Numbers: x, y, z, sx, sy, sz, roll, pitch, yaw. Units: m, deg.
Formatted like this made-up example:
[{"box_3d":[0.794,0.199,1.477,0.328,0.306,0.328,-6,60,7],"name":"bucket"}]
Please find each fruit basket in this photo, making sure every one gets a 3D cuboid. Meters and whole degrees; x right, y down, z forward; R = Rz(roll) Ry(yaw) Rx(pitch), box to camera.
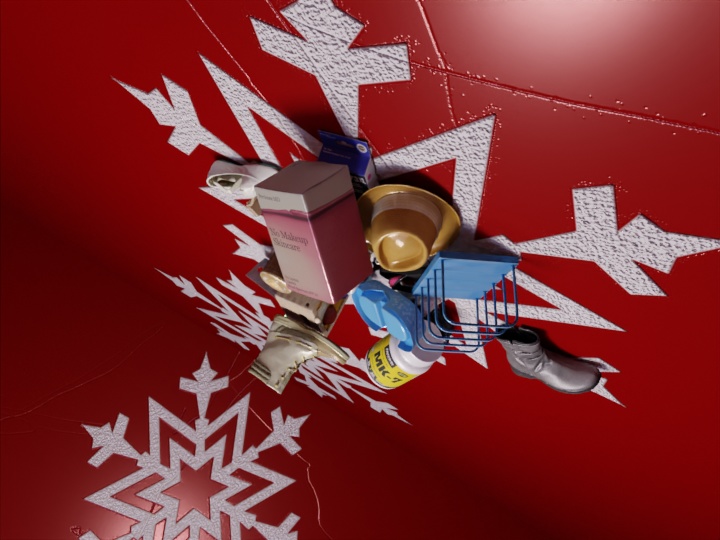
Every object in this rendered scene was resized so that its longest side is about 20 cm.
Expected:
[{"box_3d":[-0.195,0.054,1.505,0.199,0.094,0.185,32,-164,-3],"name":"fruit basket"}]

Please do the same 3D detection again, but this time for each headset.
[{"box_3d":[0.161,0.138,1.372,0.122,0.094,0.202,24,142,24],"name":"headset"}]

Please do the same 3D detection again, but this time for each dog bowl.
[{"box_3d":[0.058,0.086,1.187,0.199,0.049,0.113,31,147,48],"name":"dog bowl"}]

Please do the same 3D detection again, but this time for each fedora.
[{"box_3d":[0.070,-0.056,0.969,0.198,0.083,0.202,12,149,7],"name":"fedora"}]

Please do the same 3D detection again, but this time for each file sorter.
[{"box_3d":[0.180,0.063,1.025,0.136,0.125,0.200,3,159,-8],"name":"file sorter"}]

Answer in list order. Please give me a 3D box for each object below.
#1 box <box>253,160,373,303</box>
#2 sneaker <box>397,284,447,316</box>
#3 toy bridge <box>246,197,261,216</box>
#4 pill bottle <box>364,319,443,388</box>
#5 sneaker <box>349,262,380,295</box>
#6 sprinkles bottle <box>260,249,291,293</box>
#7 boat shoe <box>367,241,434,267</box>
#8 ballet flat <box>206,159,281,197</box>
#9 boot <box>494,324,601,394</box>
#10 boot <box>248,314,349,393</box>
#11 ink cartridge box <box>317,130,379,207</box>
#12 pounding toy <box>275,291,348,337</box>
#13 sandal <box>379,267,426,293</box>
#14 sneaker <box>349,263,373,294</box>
[{"box_3d":[-0.075,-0.066,0.965,0.127,0.109,0.202,14,130,42],"name":"box"},{"box_3d":[0.107,0.073,1.229,0.075,0.081,0.200,45,152,-3],"name":"sneaker"},{"box_3d":[-0.190,-0.148,1.221,0.199,0.027,0.067,2,142,50],"name":"toy bridge"},{"box_3d":[0.097,0.187,1.305,0.114,0.115,0.200,32,146,-8],"name":"pill bottle"},{"box_3d":[0.000,0.000,1.239,0.089,0.079,0.201,15,154,24],"name":"sneaker"},{"box_3d":[-0.109,-0.057,1.082,0.068,0.202,0.068,24,158,11],"name":"sprinkles bottle"},{"box_3d":[0.041,-0.042,1.099,0.198,0.070,0.071,27,159,1],"name":"boat shoe"},{"box_3d":[-0.233,-0.177,1.163,0.198,0.070,0.070,14,154,34],"name":"ballet flat"},{"box_3d":[0.370,0.175,1.169,0.198,0.070,0.132,4,142,39],"name":"boot"},{"box_3d":[-0.137,0.204,1.289,0.198,0.156,0.072,24,167,16],"name":"boot"},{"box_3d":[-0.014,-0.150,0.993,0.094,0.037,0.201,20,154,24],"name":"ink cartridge box"},{"box_3d":[-0.092,0.054,1.321,0.141,0.186,0.201,21,157,19],"name":"pounding toy"},{"box_3d":[0.091,0.021,1.160,0.074,0.046,0.200,13,176,-22],"name":"sandal"},{"box_3d":[-0.067,0.008,1.166,0.199,0.081,0.071,-4,136,46],"name":"sneaker"}]
